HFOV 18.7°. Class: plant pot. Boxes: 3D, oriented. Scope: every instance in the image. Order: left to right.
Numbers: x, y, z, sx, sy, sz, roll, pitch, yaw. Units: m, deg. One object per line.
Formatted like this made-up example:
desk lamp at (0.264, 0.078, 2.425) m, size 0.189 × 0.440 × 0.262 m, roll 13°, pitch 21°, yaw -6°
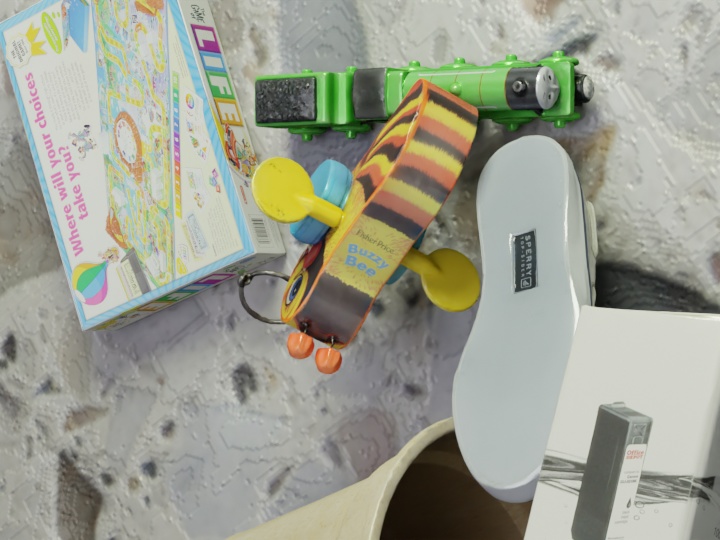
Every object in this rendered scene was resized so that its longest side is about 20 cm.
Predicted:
plant pot at (0.007, 0.189, 1.141) m, size 0.183 × 0.200 × 0.201 m, roll -17°, pitch 81°, yaw 41°

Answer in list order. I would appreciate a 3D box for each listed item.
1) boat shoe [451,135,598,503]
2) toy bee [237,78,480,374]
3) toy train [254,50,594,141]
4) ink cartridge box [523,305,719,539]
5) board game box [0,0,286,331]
boat shoe at (0.095, 0.036, 1.116) m, size 0.074 × 0.086 × 0.202 m, roll -15°, pitch 54°, yaw 24°
toy bee at (0.000, 0.000, 1.161) m, size 0.131 × 0.109 × 0.200 m, roll 11°, pitch 132°, yaw -2°
toy train at (0.030, -0.096, 1.191) m, size 0.200 × 0.056 × 0.042 m, roll -1°, pitch 89°, yaw 31°
ink cartridge box at (0.144, 0.133, 1.039) m, size 0.084 × 0.144 × 0.200 m, roll 7°, pitch 72°, yaw 31°
board game box at (-0.134, -0.080, 1.302) m, size 0.134 × 0.034 × 0.200 m, roll -23°, pitch 78°, yaw 29°
